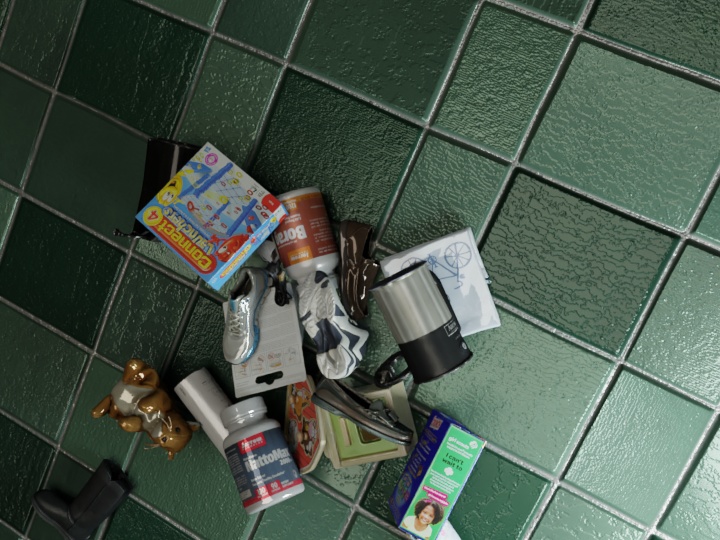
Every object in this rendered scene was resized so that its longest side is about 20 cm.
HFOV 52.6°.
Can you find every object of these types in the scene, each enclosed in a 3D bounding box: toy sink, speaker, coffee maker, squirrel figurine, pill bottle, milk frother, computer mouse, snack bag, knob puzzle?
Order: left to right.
[{"bbox_3d":[-0.416,0.294,1.498,0.187,0.200,0.142,37,84,9],"label":"squirrel figurine"},{"bbox_3d":[-0.376,-0.158,1.446,0.135,0.192,0.200,12,98,12],"label":"coffee maker"},{"bbox_3d":[-0.295,0.301,1.508,0.081,0.081,0.200,-41,83,16],"label":"speaker"},{"bbox_3d":[-0.198,0.353,1.407,0.120,0.120,0.200,-29,75,17],"label":"pill bottle"},{"bbox_3d":[-0.182,-0.033,1.423,0.044,0.110,0.200,-18,55,-5],"label":"computer mouse"},{"bbox_3d":[-0.117,0.299,1.407,0.030,0.220,0.220,3,96,-25],"label":"knob puzzle"},{"bbox_3d":[-0.104,-0.052,1.409,0.112,0.112,0.200,-18,88,18],"label":"pill bottle"},{"bbox_3d":[-0.008,0.299,1.402,0.200,0.112,0.130,-14,89,18],"label":"toy sink"},{"bbox_3d":[0.074,0.104,1.311,0.200,0.181,0.188,-26,92,12],"label":"milk frother"},{"bbox_3d":[0.155,0.041,1.382,0.188,0.021,0.200,-21,90,18],"label":"snack bag"}]

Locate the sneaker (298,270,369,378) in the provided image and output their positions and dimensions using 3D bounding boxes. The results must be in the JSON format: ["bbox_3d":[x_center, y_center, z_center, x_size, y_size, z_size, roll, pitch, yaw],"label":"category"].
[{"bbox_3d":[-0.043,0.100,1.361,0.079,0.130,0.199,-25,78,19],"label":"sneaker"}]

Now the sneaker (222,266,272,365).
[{"bbox_3d":[-0.237,0.083,1.419,0.075,0.087,0.200,9,82,22],"label":"sneaker"}]

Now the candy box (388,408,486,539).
[{"bbox_3d":[0.133,0.363,1.308,0.077,0.169,0.200,26,86,-2],"label":"candy box"}]

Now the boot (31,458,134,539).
[{"bbox_3d":[-0.623,0.497,1.631,0.165,0.066,0.200,42,108,2],"label":"boot"}]

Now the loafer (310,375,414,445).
[{"bbox_3d":[0.008,0.248,1.307,0.200,0.072,0.063,23,91,13],"label":"loafer"}]

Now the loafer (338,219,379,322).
[{"bbox_3d":[0.000,0.000,1.400,0.071,0.073,0.200,-3,95,15],"label":"loafer"}]

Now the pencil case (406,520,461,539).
[{"bbox_3d":[0.170,0.549,1.374,0.083,0.091,0.200,-38,83,16],"label":"pencil case"}]

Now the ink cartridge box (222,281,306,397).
[{"bbox_3d":[-0.186,0.139,1.458,0.162,0.057,0.200,-17,77,17],"label":"ink cartridge box"}]

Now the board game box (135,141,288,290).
[{"bbox_3d":[-0.273,-0.102,1.342,0.200,0.056,0.196,39,81,15],"label":"board game box"}]
